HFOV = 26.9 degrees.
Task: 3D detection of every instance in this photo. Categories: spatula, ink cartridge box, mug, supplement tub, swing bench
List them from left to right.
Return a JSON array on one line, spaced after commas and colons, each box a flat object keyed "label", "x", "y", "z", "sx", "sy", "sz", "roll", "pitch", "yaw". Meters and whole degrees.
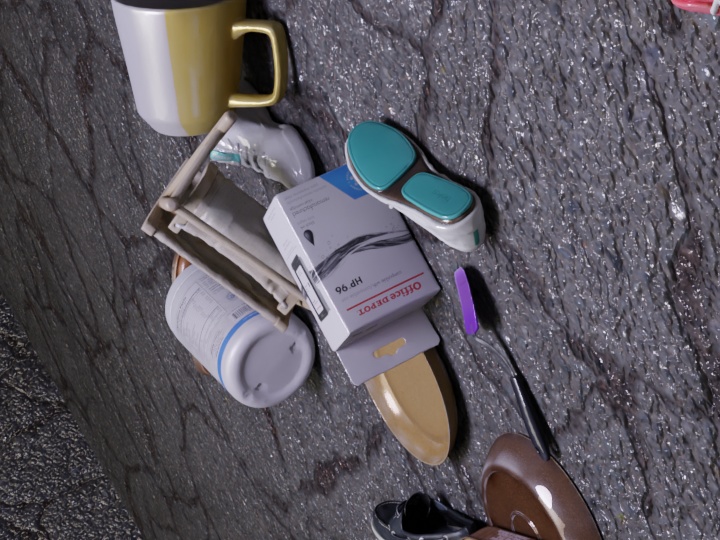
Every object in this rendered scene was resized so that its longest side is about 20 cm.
[{"label": "mug", "x": -0.185, "y": -0.228, "z": 1.651, "sx": 0.186, "sy": 0.148, "sz": 0.155, "roll": 31, "pitch": 130, "yaw": 49}, {"label": "supplement tub", "x": -0.158, "y": 0.079, "z": 1.957, "sx": 0.200, "sy": 0.131, "sz": 0.133, "roll": 38, "pitch": 145, "yaw": 51}, {"label": "swing bench", "x": -0.123, "y": -0.041, "z": 1.653, "sx": 0.198, "sy": 0.130, "sz": 0.200, "roll": 36, "pitch": 159, "yaw": -9}, {"label": "ink cartridge box", "x": 0.000, "y": 0.000, "z": 1.530, "sx": 0.201, "sy": 0.115, "sz": 0.068, "roll": 61, "pitch": 158, "yaw": 9}, {"label": "spatula", "x": 0.134, "y": 0.090, "z": 1.435, "sx": 0.201, "sy": 0.020, "sz": 0.057, "roll": 62, "pitch": 170, "yaw": 6}]

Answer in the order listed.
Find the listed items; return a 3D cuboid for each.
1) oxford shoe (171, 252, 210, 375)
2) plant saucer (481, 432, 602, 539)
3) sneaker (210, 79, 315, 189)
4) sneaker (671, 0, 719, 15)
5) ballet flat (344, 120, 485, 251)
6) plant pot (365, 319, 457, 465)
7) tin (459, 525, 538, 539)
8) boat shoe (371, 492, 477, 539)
[{"label": "oxford shoe", "x": -0.218, "y": 0.057, "z": 2.189, "sx": 0.071, "sy": 0.071, "sz": 0.202, "roll": -1, "pitch": 114, "yaw": 36}, {"label": "plant saucer", "x": 0.177, "y": 0.260, "z": 1.502, "sx": 0.200, "sy": 0.032, "sz": 0.201, "roll": 49, "pitch": 153, "yaw": 35}, {"label": "sneaker", "x": -0.125, "y": -0.139, "z": 1.715, "sx": 0.200, "sy": 0.088, "sz": 0.076, "roll": 46, "pitch": 150, "yaw": 40}, {"label": "sneaker", "x": 0.223, "y": -0.168, "z": 0.878, "sx": 0.200, "sy": 0.086, "sz": 0.074, "roll": 39, "pitch": 147, "yaw": 49}, {"label": "ballet flat", "x": 0.051, "y": -0.073, "z": 1.420, "sx": 0.200, "sy": 0.069, "sz": 0.070, "roll": 41, "pitch": 147, "yaw": 46}, {"label": "plant pot", "x": 0.052, "y": 0.116, "z": 1.649, "sx": 0.200, "sy": 0.027, "sz": 0.201, "roll": 50, "pitch": 153, "yaw": 37}, {"label": "tin", "x": 0.161, "y": 0.316, "z": 1.505, "sx": 0.200, "sy": 0.042, "sz": 0.113, "roll": 1, "pitch": 118, "yaw": 66}, {"label": "boat shoe", "x": 0.073, "y": 0.286, "z": 1.711, "sx": 0.199, "sy": 0.074, "sz": 0.067, "roll": 23, "pitch": 131, "yaw": 59}]
